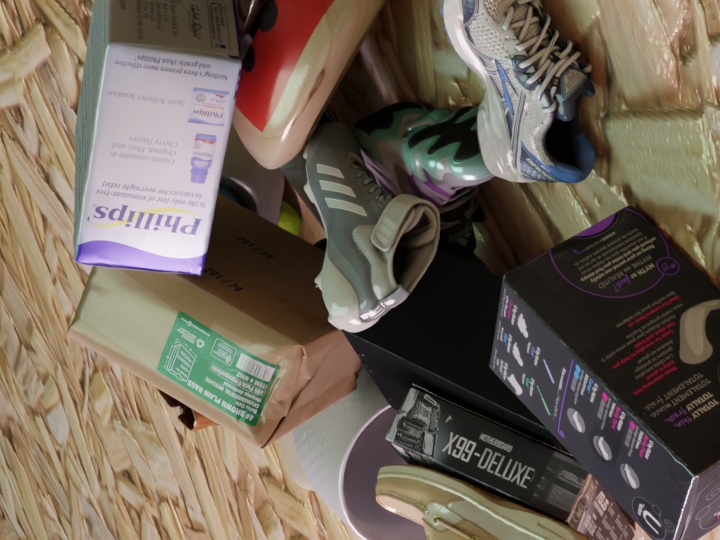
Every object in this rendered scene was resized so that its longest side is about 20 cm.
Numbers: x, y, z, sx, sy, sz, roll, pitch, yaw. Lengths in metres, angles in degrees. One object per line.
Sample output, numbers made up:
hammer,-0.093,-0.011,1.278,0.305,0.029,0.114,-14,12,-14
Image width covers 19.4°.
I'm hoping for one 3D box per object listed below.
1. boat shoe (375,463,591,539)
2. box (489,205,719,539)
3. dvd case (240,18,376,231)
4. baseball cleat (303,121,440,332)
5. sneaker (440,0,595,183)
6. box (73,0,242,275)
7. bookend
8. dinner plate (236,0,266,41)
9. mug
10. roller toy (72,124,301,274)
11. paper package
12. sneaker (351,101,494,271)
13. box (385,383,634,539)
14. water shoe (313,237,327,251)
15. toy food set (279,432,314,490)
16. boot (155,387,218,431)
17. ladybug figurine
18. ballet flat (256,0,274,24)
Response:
boat shoe,0.082,0.200,1.569,0.200,0.069,0.074,17,163,40
box,0.197,0.073,1.442,0.200,0.122,0.106,48,153,29
dvd case,-0.055,-0.116,1.755,0.200,0.018,0.143,54,161,-12
baseball cleat,0.012,-0.045,1.582,0.070,0.106,0.200,34,-143,-41
sneaker,0.120,-0.142,1.440,0.085,0.077,0.200,21,143,42
box,-0.162,-0.130,1.650,0.184,0.105,0.200,-100,20,-54
bookend,0.109,0.080,1.647,0.200,0.092,0.199,25,166,21
dinner plate,-0.082,-0.271,1.650,0.200,0.024,0.200,-175,90,-77
mug,0.021,0.124,1.864,0.175,0.148,0.200,-144,62,-62
roller toy,-0.169,-0.049,1.935,0.200,0.140,0.182,0,149,17
paper package,-0.105,0.035,1.732,0.200,0.191,0.104,29,115,17
sneaker,0.074,-0.053,1.625,0.140,0.078,0.200,67,165,-18
box,0.120,0.169,1.644,0.158,0.050,0.200,22,167,24
water shoe,0.000,0.000,1.817,0.072,0.079,0.200,63,157,-4
toy food set,-0.039,0.128,2.084,0.143,0.060,0.200,-10,99,66
boot,-0.134,0.070,1.976,0.200,0.155,0.074,42,140,45
ladybug figurine,-0.042,-0.171,1.607,0.072,0.136,0.200,30,113,-1
ballet flat,-0.059,-0.193,1.751,0.071,0.069,0.200,42,158,0
